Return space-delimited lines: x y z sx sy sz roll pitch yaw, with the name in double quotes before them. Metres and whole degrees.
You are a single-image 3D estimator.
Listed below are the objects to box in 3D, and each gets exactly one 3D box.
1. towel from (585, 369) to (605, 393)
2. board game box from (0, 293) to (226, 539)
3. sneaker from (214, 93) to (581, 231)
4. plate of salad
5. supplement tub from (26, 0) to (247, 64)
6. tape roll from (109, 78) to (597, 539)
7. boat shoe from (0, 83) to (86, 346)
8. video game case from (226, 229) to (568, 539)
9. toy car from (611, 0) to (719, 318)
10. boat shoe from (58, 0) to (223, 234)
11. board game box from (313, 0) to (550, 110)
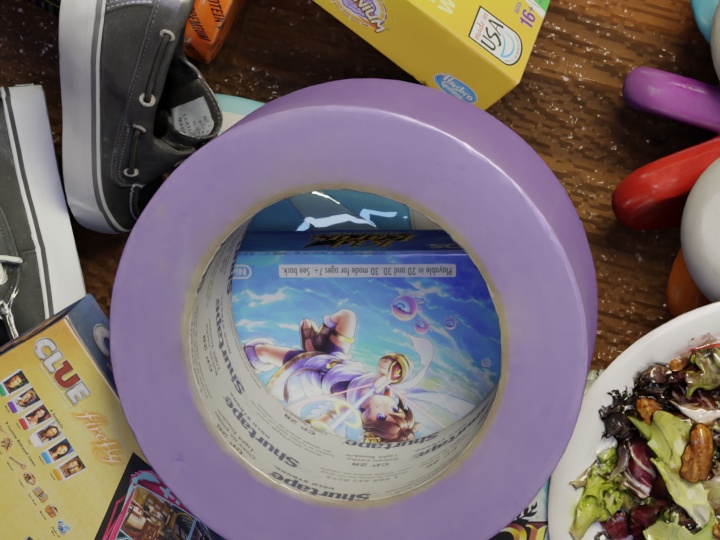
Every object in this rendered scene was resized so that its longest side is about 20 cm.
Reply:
"towel" 0.115 0.140 1.032 0.199 0.035 0.193 -5 79 15
"board game box" -0.123 0.128 0.967 0.135 0.035 0.200 -29 99 19
"sneaker" 0.000 0.000 1.048 0.199 0.080 0.131 16 88 8
"plate of salad" 0.183 0.109 0.953 0.199 0.048 0.201 0 106 1
"supplement tub" -0.138 -0.186 1.019 0.199 0.123 0.123 28 90 -3
"tape roll" -0.001 0.023 0.914 0.199 0.085 0.201 2 102 9
"boat shoe" -0.167 0.004 1.019 0.068 0.074 0.200 -9 73 -12
"video game case" -0.002 0.074 0.994 0.199 0.045 0.182 0 106 10
"toy car" 0.194 -0.061 1.028 0.150 0.175 0.201 9 91 35
"boat shoe" -0.095 -0.076 0.984 0.066 0.200 0.070 15 55 5
"board game box" 0.007 -0.187 0.999 0.200 0.040 0.153 35 52 -17
